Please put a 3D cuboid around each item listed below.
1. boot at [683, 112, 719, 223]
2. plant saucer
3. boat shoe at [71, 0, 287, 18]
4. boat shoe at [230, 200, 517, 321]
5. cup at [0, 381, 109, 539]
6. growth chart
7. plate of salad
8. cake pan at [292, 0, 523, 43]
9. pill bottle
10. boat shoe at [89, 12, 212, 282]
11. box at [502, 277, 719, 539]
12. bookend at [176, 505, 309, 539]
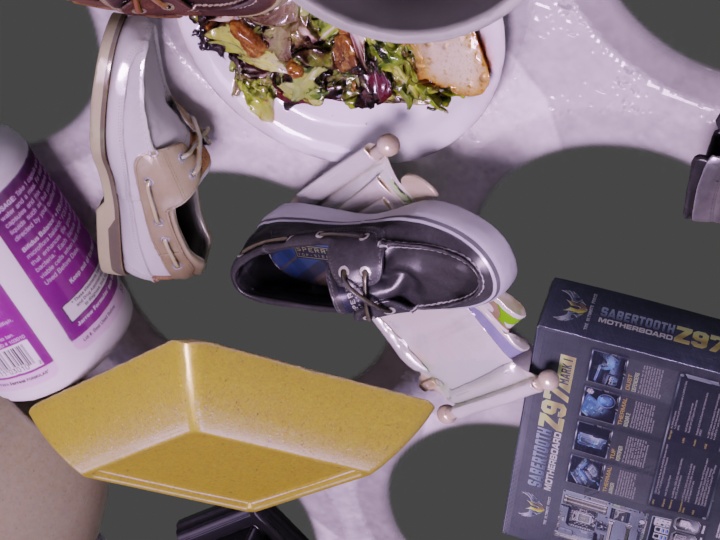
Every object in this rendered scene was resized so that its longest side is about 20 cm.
[{"bbox_3d":[0.242,-0.016,1.095,0.131,0.070,0.201,18,120,9],"label":"boot"},{"bbox_3d":[-0.086,0.110,1.255,0.199,0.049,0.199,16,154,-34],"label":"plant saucer"},{"bbox_3d":[-0.113,-0.162,1.042,0.199,0.072,0.073,19,135,49],"label":"boat shoe"},{"bbox_3d":[0.000,0.000,1.139,0.199,0.066,0.070,9,133,41],"label":"boat shoe"},{"bbox_3d":[-0.253,0.141,1.355,0.200,0.200,0.143,37,106,-12],"label":"cup"},{"bbox_3d":[0.039,0.011,1.183,0.144,0.018,0.201,-16,114,53],"label":"growth chart"},{"bbox_3d":[-0.017,-0.136,1.100,0.198,0.048,0.201,11,133,12],"label":"plate of salad"},{"bbox_3d":[0.021,-0.217,0.996,0.199,0.037,0.202,9,119,16],"label":"cake pan"},{"bbox_3d":[-0.241,-0.023,1.241,0.112,0.113,0.201,-13,122,30],"label":"pill bottle"},{"bbox_3d":[-0.124,-0.074,1.185,0.068,0.075,0.201,9,139,6],"label":"boat shoe"},{"bbox_3d":[0.179,0.108,1.230,0.156,0.051,0.201,14,133,10],"label":"box"},{"bbox_3d":[-0.073,0.303,1.394,0.092,0.199,0.200,-25,116,38],"label":"bookend"}]
